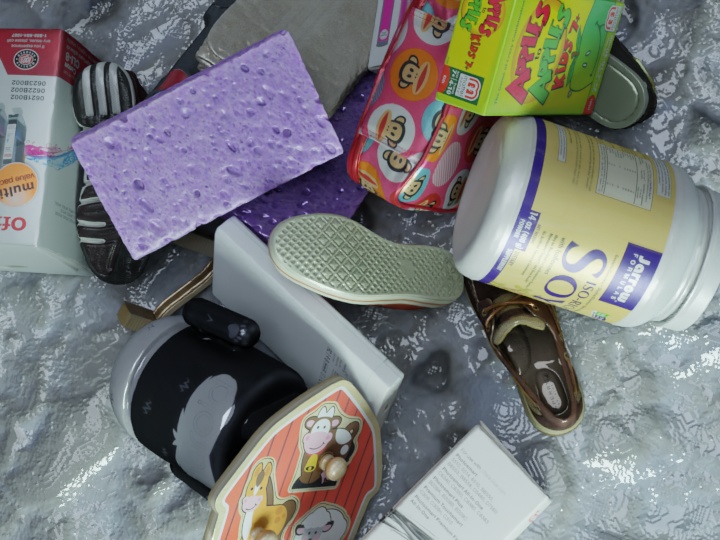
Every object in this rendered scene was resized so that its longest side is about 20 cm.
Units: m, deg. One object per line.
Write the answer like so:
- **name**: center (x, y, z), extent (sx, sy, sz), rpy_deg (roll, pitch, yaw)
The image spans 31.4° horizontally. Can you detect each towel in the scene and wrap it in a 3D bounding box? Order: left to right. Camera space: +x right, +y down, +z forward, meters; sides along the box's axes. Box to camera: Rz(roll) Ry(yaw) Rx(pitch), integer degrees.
- **towel**: center (-0.048, -0.214, 1.150), extent (0.132, 0.034, 0.200), rpy_deg (38, 60, -2)

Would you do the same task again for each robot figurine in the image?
- **robot figurine**: center (-0.124, 0.117, 1.103), extent (0.200, 0.125, 0.150), rpy_deg (25, 79, 32)

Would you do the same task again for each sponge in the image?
- **sponge**: center (-0.126, -0.104, 1.060), extent (0.200, 0.030, 0.112), rpy_deg (-28, 107, -2)
- **sponge**: center (-0.037, -0.101, 1.148), extent (0.111, 0.030, 0.200), rpy_deg (34, 67, 0)

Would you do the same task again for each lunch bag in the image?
- **lunch bag**: center (0.084, -0.149, 1.107), extent (0.082, 0.176, 0.200), rpy_deg (32, 105, 27)

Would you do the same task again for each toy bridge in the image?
- **toy bridge**: center (-0.150, -0.029, 1.173), extent (0.200, 0.067, 0.027), rpy_deg (-61, 34, 11)

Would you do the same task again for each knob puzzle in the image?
- **knob puzzle**: center (-0.042, 0.182, 1.042), extent (0.030, 0.220, 0.220), rpy_deg (28, 84, 39)

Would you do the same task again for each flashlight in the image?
- **flashlight**: center (-0.134, -0.178, 1.159), extent (0.068, 0.068, 0.200), rpy_deg (14, 47, 18)

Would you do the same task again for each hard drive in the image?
- **hard drive**: center (-0.051, 0.053, 1.114), extent (0.200, 0.132, 0.027), rpy_deg (42, 65, 13)

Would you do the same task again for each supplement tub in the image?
- **supplement tub**: center (0.191, -0.037, 1.067), extent (0.200, 0.145, 0.146), rpy_deg (17, 82, -7)

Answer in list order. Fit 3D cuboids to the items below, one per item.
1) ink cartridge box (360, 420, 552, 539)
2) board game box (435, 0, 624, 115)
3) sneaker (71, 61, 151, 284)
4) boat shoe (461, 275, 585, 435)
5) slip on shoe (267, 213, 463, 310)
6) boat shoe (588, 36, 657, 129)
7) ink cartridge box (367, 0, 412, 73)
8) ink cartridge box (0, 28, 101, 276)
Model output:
- **ink cartridge box**: center (0.061, 0.227, 1.055), extent (0.200, 0.146, 0.084), rpy_deg (-44, 76, -1)
- **board game box**: center (0.142, -0.180, 1.038), extent (0.048, 0.200, 0.102), rpy_deg (24, 109, 29)
- **sneaker**: center (-0.212, -0.093, 1.185), extent (0.075, 0.116, 0.201), rpy_deg (2, 101, 8)
- **boat shoe**: center (0.140, 0.046, 1.114), extent (0.072, 0.072, 0.200), rpy_deg (-21, 76, 4)
- **slip on shoe**: center (0.000, 0.000, 1.096), extent (0.061, 0.200, 0.074), rpy_deg (-22, 65, 45)
- **boat shoe**: center (0.187, -0.206, 1.162), extent (0.201, 0.061, 0.072), rpy_deg (50, 118, 15)
- **ink cartridge box**: center (0.062, -0.264, 1.173), extent (0.037, 0.095, 0.201), rpy_deg (-3, 75, 44)
- **ink cartridge box**: center (-0.323, -0.104, 1.177), extent (0.145, 0.145, 0.201), rpy_deg (2, 81, 9)
